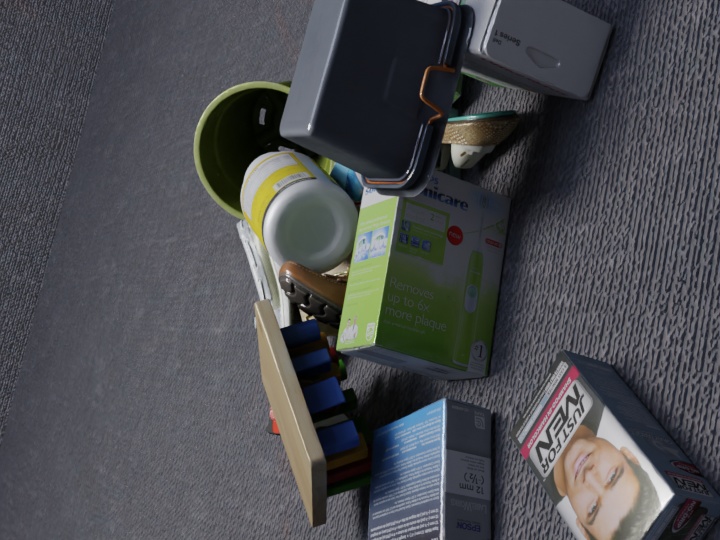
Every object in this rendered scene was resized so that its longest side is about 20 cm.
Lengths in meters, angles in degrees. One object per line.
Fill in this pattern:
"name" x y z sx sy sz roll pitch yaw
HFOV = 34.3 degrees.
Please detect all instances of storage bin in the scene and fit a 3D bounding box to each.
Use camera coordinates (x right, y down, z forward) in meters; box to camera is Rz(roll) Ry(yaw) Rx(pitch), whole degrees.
"storage bin" 0.012 -0.188 1.158 0.145 0.133 0.202 11 86 63

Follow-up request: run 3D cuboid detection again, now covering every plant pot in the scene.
"plant pot" -0.116 -0.191 1.660 0.201 0.199 0.190 -60 3 24

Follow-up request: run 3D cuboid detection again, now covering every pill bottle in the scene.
"pill bottle" -0.079 -0.076 1.373 0.113 0.111 0.200 -66 23 12

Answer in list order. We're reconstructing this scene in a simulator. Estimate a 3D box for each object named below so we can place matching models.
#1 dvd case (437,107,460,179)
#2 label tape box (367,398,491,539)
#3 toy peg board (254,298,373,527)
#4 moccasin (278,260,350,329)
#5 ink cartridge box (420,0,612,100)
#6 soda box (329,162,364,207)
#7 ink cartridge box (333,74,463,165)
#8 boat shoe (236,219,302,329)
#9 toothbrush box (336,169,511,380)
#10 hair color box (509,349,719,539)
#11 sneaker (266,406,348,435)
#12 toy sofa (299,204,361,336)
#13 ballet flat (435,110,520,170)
"dvd case" 0.060 -0.095 1.456 0.200 0.022 0.147 -36 44 48
"label tape box" 0.069 0.249 1.195 0.143 0.066 0.202 -33 49 53
"toy peg board" -0.041 0.152 1.309 0.200 0.097 0.201 94 157 -59
"moccasin" 0.004 0.028 1.293 0.074 0.200 0.078 142 145 -69
"ink cartridge box" 0.148 -0.250 1.242 0.200 0.144 0.085 28 100 63
"soda box" 0.008 -0.105 1.391 0.200 0.064 0.068 121 133 -61
"ink cartridge box" 0.050 -0.208 1.472 0.200 0.059 0.104 -43 26 41
"boat shoe" -0.114 0.027 1.503 0.064 0.074 0.204 -12 84 14
"toothbrush box" 0.069 0.003 1.246 0.086 0.145 0.202 -17 59 58
"hair color box" 0.209 0.166 0.981 0.100 0.060 0.200 -62 29 20
"sneaker" -0.060 0.161 1.485 0.201 0.067 0.109 -10 68 63
"toy sofa" 0.000 0.000 1.422 0.200 0.082 0.098 -40 61 48
"ballet flat" 0.107 -0.149 1.346 0.199 0.070 0.066 6 101 51
